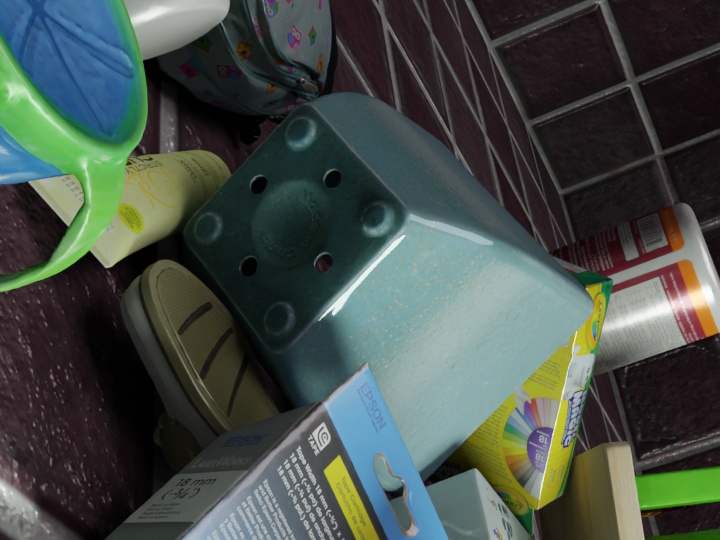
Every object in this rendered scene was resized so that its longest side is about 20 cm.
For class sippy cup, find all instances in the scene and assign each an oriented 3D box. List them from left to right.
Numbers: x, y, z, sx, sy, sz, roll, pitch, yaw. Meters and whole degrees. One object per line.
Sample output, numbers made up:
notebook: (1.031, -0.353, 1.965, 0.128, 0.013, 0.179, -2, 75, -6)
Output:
sippy cup: (-0.178, -0.086, 0.506, 0.140, 0.129, 0.179, 46, 28, -54)

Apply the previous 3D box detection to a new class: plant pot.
plant pot: (0.000, 0.000, 0.797, 0.197, 0.196, 0.200, 49, 7, 30)

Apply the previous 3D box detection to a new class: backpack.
backpack: (-0.093, -0.202, 0.960, 0.200, 0.125, 0.169, 0, 73, -71)

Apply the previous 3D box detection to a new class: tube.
tube: (-0.135, -0.044, 0.754, 0.200, 0.057, 0.053, -27, 122, -72)

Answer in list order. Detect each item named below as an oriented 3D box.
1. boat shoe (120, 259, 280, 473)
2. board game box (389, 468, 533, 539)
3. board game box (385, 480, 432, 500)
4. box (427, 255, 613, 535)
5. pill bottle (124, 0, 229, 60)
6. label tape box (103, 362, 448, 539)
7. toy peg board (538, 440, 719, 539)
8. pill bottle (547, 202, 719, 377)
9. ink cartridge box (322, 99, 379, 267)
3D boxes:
boat shoe: (-0.087, 0.090, 0.714, 0.201, 0.068, 0.075, 60, 27, -16)
board game box: (0.056, 0.233, 0.880, 0.200, 0.146, 0.065, 53, 20, -47)
board game box: (0.047, 0.092, 1.054, 0.045, 0.133, 0.202, 16, 55, -71)
box: (0.110, 0.085, 0.910, 0.048, 0.117, 0.202, -10, 117, -49)
pill bottle: (-0.167, -0.241, 0.777, 0.113, 0.112, 0.202, -23, 93, -75)
label tape box: (-0.043, 0.162, 0.635, 0.200, 0.063, 0.145, -40, 111, -46)
toy peg board: (0.212, 0.238, 0.906, 0.199, 0.097, 0.202, 111, -25, -73)
pill bottle: (0.194, 0.029, 1.008, 0.110, 0.198, 0.110, 57, 20, -34)
ink cartridge box: (0.013, -0.053, 1.005, 0.200, 0.116, 0.067, 45, -14, 11)
